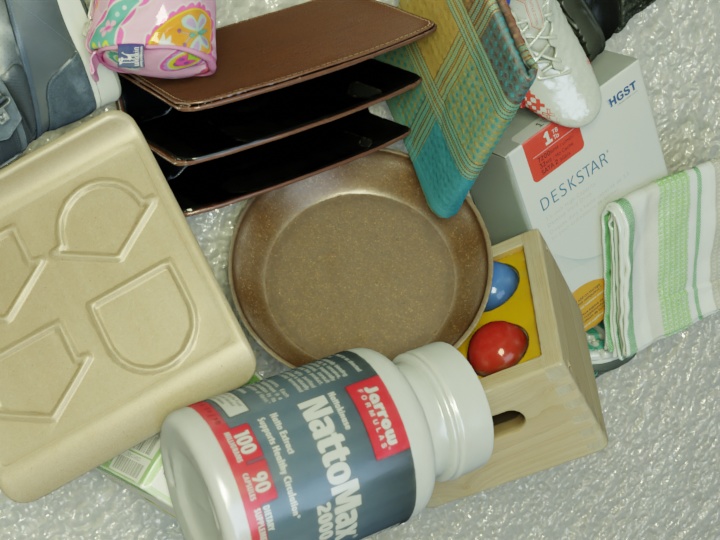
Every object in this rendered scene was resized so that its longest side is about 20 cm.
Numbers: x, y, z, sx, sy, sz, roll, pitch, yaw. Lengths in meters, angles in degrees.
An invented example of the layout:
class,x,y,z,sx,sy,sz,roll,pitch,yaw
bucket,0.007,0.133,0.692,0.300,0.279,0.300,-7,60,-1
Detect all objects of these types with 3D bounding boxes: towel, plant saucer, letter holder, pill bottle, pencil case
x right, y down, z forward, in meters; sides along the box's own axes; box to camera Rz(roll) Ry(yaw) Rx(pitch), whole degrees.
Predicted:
class,x,y,z,sx,sy,sz,roll,pitch,yaw
towel,0.295,-0.018,1.140,0.198,0.031,0.151,-21,119,-27
plant saucer,0.000,0.000,0.970,0.199,0.201,0.037,-35,157,-17
letter holder,-0.052,-0.112,0.899,0.198,0.142,0.102,-22,119,-25
towel,0.062,-0.140,0.901,0.021,0.148,0.200,-14,160,-20
pill bottle,-0.019,0.118,0.838,0.198,0.119,0.121,-18,117,-24
pencil case,-0.131,-0.219,0.805,0.086,0.087,0.203,2,86,-34

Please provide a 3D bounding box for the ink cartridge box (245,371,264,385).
class,x,y,z,sx,sy,sz,roll,pitch,yaw
ink cartridge box,-0.105,0.090,0.965,0.059,0.104,0.200,-47,126,-8

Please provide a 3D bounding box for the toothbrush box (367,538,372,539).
class,x,y,z,sx,sy,sz,roll,pitch,yaw
toothbrush box,-0.014,0.310,1.070,0.146,0.086,0.200,-44,156,-11

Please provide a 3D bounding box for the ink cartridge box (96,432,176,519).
class,x,y,z,sx,sy,sz,roll,pitch,yaw
ink cartridge box,-0.105,0.174,0.955,0.200,0.145,0.048,41,72,-29

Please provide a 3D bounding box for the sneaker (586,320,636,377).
class,x,y,z,sx,sy,sz,roll,pitch,yaw
sneaker,0.166,0.095,1.178,0.198,0.078,0.092,-13,131,-25

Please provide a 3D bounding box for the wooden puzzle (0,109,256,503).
class,x,y,z,sx,sy,sz,roll,pitch,yaw
wooden puzzle,-0.188,0.024,0.854,0.184,0.046,0.202,-28,83,-2

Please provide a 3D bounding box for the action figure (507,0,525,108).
class,x,y,z,sx,sy,sz,roll,pitch,yaw
action figure,0.091,-0.143,0.951,0.065,0.200,0.100,-28,84,-20

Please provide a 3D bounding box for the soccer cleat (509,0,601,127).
class,x,y,z,sx,sy,sz,roll,pitch,yaw
soccer cleat,0.123,-0.193,0.983,0.068,0.085,0.201,-40,100,-14

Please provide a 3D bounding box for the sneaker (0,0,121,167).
class,x,y,z,sx,sy,sz,roll,pitch,yaw
sneaker,-0.248,-0.157,0.794,0.146,0.077,0.204,-35,124,-21

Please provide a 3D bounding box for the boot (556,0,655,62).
class,x,y,z,sx,sy,sz,roll,pitch,yaw
boot,0.179,-0.286,1.024,0.158,0.079,0.212,-43,123,-14

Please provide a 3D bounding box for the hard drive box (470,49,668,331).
class,x,y,z,sx,sy,sz,roll,pitch,yaw
hard drive box,0.184,-0.065,1.114,0.155,0.077,0.201,-36,123,-18

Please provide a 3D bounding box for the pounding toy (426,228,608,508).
class,x,y,z,sx,sy,sz,roll,pitch,yaw
pounding toy,0.069,0.080,1.007,0.198,0.185,0.143,-22,127,16
